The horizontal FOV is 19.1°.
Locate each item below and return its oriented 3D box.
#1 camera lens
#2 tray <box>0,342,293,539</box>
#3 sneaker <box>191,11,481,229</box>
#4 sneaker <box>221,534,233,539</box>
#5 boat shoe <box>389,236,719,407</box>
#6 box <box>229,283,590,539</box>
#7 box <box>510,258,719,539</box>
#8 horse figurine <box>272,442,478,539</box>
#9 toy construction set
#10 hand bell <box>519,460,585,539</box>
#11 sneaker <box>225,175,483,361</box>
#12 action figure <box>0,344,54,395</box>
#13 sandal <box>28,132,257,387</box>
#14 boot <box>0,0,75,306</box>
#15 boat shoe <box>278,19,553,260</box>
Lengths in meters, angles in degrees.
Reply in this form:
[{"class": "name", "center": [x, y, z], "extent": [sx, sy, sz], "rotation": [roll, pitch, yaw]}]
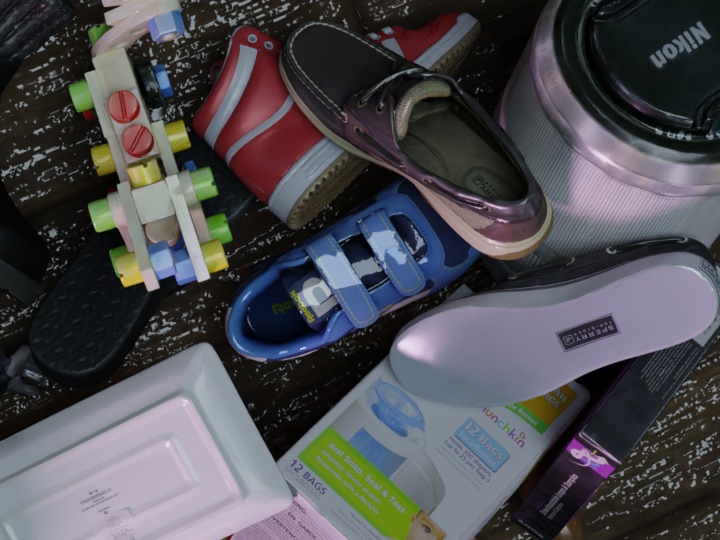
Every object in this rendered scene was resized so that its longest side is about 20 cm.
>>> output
[{"class": "camera lens", "center": [0.160, -0.077, 1.297], "extent": [0.159, 0.200, 0.161], "rotation": [7, 58, -11]}, {"class": "tray", "center": [-0.147, 0.130, 1.217], "extent": [0.199, 0.022, 0.108], "rotation": [-26, 99, 15]}, {"class": "sneaker", "center": [-0.018, -0.123, 1.329], "extent": [0.112, 0.071, 0.200], "rotation": [40, 58, 11]}, {"class": "sneaker", "center": [-0.060, 0.214, 1.347], "extent": [0.200, 0.085, 0.077], "rotation": [36, 86, -17]}, {"class": "boat shoe", "center": [0.115, 0.023, 1.249], "extent": [0.199, 0.066, 0.070], "rotation": [-20, 111, 19]}, {"class": "box", "center": [0.031, 0.120, 1.299], "extent": [0.112, 0.102, 0.200], "rotation": [42, 53, 9]}, {"class": "box", "center": [0.165, 0.086, 1.329], "extent": [0.036, 0.200, 0.143], "rotation": [38, 69, 5]}, {"class": "horse figurine", "center": [0.030, 0.174, 1.375], "extent": [0.132, 0.050, 0.201], "rotation": [-35, 92, -37]}, {"class": "toy construction set", "center": [-0.125, -0.082, 1.238], "extent": [0.091, 0.131, 0.201], "rotation": [-4, 83, 0]}, {"class": "hand bell", "center": [0.154, 0.212, 1.422], "extent": [0.104, 0.104, 0.201], "rotation": [-27, 91, -12]}, {"class": "sneaker", "center": [0.000, 0.000, 1.299], "extent": [0.199, 0.082, 0.074], "rotation": [-32, 92, 23]}, {"class": "action figure", "center": [-0.209, 0.114, 1.287], "extent": [0.199, 0.102, 0.120], "rotation": [9, 107, 11]}, {"class": "sandal", "center": [-0.132, -0.009, 1.312], "extent": [0.075, 0.048, 0.201], "rotation": [31, 66, 18]}, {"class": "boot", "center": [-0.221, -0.099, 1.267], "extent": [0.158, 0.079, 0.211], "rotation": [-43, 105, -8]}, {"class": "boat shoe", "center": [0.034, -0.089, 1.239], "extent": [0.200, 0.065, 0.073], "rotation": [37, 69, 17]}]
